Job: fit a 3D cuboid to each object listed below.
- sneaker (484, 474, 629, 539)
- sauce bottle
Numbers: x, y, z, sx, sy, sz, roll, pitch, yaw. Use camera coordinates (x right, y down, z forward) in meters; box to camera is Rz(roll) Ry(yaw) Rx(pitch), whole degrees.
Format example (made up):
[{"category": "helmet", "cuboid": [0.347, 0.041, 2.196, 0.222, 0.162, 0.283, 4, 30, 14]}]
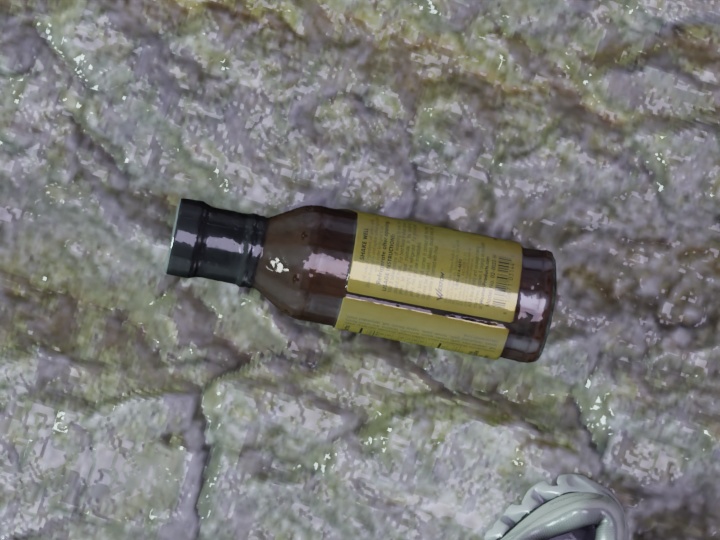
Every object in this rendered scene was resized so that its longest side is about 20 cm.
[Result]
[{"category": "sneaker", "cuboid": [0.060, 0.183, 1.508, 0.075, 0.081, 0.200, 45, 86, -3]}, {"category": "sauce bottle", "cuboid": [0.000, 0.000, 1.518, 0.200, 0.065, 0.065, 13, 86, -5]}]
